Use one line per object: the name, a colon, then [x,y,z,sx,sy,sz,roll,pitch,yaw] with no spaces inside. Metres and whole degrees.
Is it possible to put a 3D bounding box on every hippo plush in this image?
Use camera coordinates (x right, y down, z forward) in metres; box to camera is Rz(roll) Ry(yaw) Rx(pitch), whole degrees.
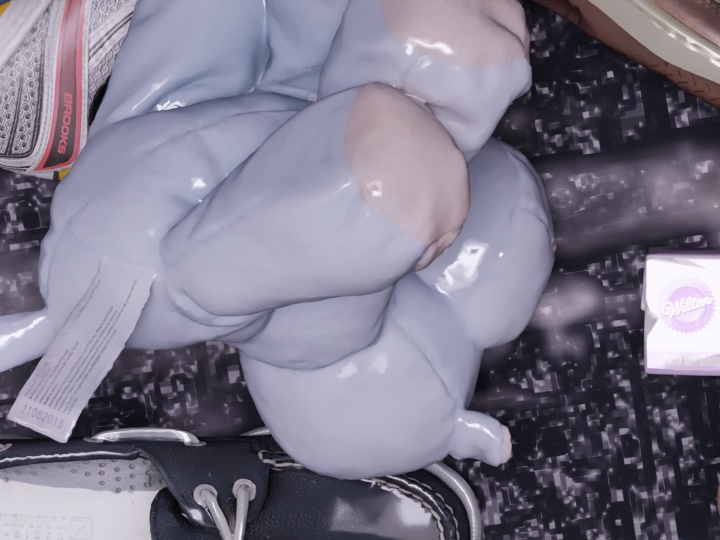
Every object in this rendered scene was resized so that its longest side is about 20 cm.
hippo plush: [0.000,0.000,0.829,0.159,0.161,0.200,11,65,45]

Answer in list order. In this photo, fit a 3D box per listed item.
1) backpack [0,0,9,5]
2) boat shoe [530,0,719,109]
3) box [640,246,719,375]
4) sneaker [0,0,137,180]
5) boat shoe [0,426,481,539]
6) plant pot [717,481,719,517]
backpack: [-0.126,-0.139,0.790,0.200,0.163,0.154,-36,67,10]
boat shoe: [0.100,-0.100,0.862,0.202,0.075,0.075,28,103,5]
box: [0.188,0.014,0.878,0.200,0.041,0.039,1,93,8]
sneaker: [-0.067,-0.118,0.895,0.082,0.078,0.200,33,98,-16]
boat shoe: [-0.062,0.087,0.904,0.200,0.060,0.076,-3,93,7]
plant pot: [0.211,0.085,0.817,0.201,0.201,0.093,37,73,4]
